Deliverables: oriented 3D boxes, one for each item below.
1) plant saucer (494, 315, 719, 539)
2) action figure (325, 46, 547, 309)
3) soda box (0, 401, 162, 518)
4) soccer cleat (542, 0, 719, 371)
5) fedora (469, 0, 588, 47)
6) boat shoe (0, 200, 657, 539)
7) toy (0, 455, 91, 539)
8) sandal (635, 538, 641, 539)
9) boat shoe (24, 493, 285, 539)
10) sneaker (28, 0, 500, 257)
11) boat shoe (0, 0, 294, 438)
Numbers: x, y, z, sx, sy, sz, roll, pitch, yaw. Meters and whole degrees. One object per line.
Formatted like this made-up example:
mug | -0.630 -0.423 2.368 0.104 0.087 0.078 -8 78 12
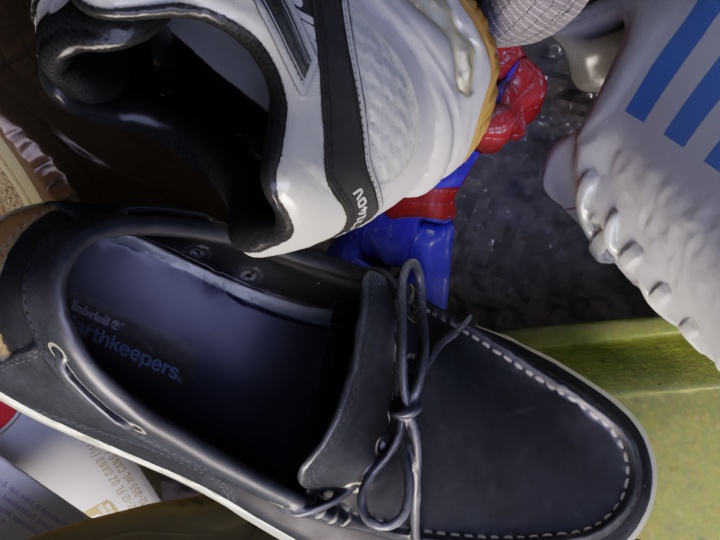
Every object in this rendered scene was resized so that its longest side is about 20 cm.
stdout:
plant saucer | 0.109 0.107 0.809 0.200 0.048 0.200 -6 97 27
action figure | 0.000 0.000 0.764 0.065 0.099 0.200 21 106 20
soda box | -0.131 -0.009 0.755 0.064 0.068 0.200 -28 117 6
soccer cleat | 0.096 -0.007 0.736 0.086 0.200 0.070 -13 134 10
fedora | 0.008 -0.156 0.684 0.200 0.177 0.090 48 57 2
boat shoe | -0.006 0.033 0.688 0.200 0.062 0.075 22 74 -22
toy | -0.178 0.114 0.753 0.115 0.047 0.200 36 93 -13
sandal | 0.024 0.153 0.797 0.200 0.076 0.043 -33 125 25
boat shoe | -0.025 0.090 0.740 0.201 0.066 0.072 -11 76 -26
sneaker | -0.058 -0.087 0.663 0.200 0.088 0.076 43 143 11
boat shoe | -0.080 -0.038 0.738 0.071 0.065 0.200 -21 89 -29
